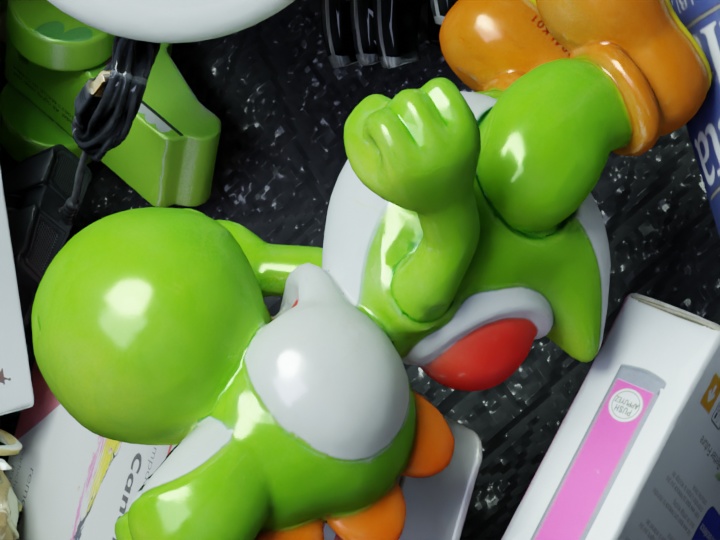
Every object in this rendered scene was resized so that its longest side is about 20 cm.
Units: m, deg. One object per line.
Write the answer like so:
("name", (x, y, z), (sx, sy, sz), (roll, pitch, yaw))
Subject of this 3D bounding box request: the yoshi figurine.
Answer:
("yoshi figurine", (-0.008, -0.012, 0.744), (0.112, 0.113, 0.200), (27, 62, 32))

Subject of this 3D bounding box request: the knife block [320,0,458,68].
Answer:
("knife block", (0.025, -0.166, 0.878), (0.176, 0.064, 0.200), (-52, 48, 32))

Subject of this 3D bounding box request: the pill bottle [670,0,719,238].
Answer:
("pill bottle", (0.149, -0.033, 0.784), (0.111, 0.111, 0.201), (-21, 77, 25))

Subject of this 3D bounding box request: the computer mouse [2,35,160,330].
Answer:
("computer mouse", (-0.101, -0.027, 0.892), (0.034, 0.200, 0.059), (25, 59, -8))

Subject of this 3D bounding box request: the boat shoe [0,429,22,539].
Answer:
("boat shoe", (-0.149, 0.067, 0.904), (0.200, 0.073, 0.063), (-162, 83, -67))

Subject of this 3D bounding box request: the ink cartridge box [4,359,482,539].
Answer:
("ink cartridge box", (-0.045, 0.074, 0.844), (0.200, 0.067, 0.117), (22, 98, 64))

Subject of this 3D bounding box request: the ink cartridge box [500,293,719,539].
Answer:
("ink cartridge box", (0.056, 0.113, 0.799), (0.037, 0.095, 0.201), (20, 77, 27))

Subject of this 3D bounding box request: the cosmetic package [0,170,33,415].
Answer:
("cosmetic package", (-0.163, -0.064, 0.901), (0.151, 0.051, 0.201), (22, 123, 58))

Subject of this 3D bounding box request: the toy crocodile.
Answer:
("toy crocodile", (-0.118, -0.092, 0.959), (0.200, 0.062, 0.068), (37, 145, 23))

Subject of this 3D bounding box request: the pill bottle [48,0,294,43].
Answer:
("pill bottle", (-0.066, -0.140, 0.851), (0.112, 0.200, 0.113), (-3, 106, -10))
